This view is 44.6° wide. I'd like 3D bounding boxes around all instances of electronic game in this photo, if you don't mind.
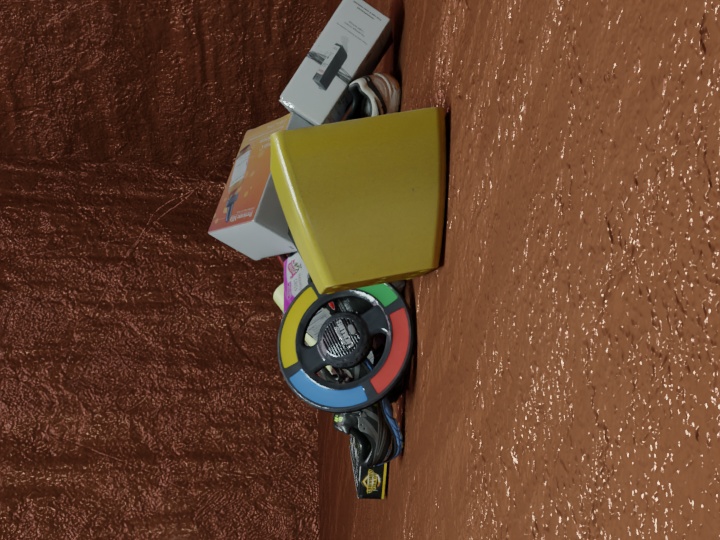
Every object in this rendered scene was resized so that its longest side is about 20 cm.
[{"bbox_3d":[-0.022,0.095,1.201,0.042,0.198,0.202,47,-141,-63],"label":"electronic game"}]

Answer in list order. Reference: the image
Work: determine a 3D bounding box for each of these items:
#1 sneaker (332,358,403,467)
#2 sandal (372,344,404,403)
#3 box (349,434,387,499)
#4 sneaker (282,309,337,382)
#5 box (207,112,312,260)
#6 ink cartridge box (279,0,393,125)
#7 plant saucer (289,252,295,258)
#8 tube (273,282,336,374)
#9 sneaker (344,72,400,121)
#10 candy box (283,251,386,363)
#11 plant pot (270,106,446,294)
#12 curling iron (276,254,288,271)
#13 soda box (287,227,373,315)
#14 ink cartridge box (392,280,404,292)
[{"bbox_3d":[-0.007,0.188,1.246,0.071,0.082,0.201,-8,107,65],"label":"sneaker"},{"bbox_3d":[0.037,0.150,1.288,0.201,0.047,0.076,103,167,-62],"label":"sandal"},{"bbox_3d":[0.014,0.267,1.487,0.200,0.049,0.161,-109,24,-75],"label":"box"},{"bbox_3d":[-0.066,0.126,1.522,0.201,0.070,0.098,59,150,11],"label":"sneaker"},{"bbox_3d":[-0.143,-0.135,1.446,0.152,0.106,0.202,-9,57,51],"label":"box"},{"bbox_3d":[-0.036,-0.326,1.417,0.201,0.083,0.144,-55,-3,3],"label":"ink cartridge box"},{"bbox_3d":[-0.098,-0.120,1.536,0.070,0.019,0.202,152,127,-69],"label":"plant saucer"},{"bbox_3d":[-0.076,0.100,1.464,0.200,0.058,0.052,48,161,30],"label":"tube"},{"bbox_3d":[0.006,-0.211,1.395,0.075,0.087,0.202,20,116,43],"label":"sneaker"},{"bbox_3d":[-0.038,0.069,1.407,0.200,0.061,0.137,45,-158,-29],"label":"candy box"},{"bbox_3d":[0.003,-0.072,1.058,0.200,0.198,0.178,137,123,-82],"label":"plant pot"},{"bbox_3d":[-0.117,-0.003,1.492,0.050,0.025,0.201,98,150,-51],"label":"curling iron"},{"bbox_3d":[-0.036,0.000,1.301,0.201,0.063,0.071,61,164,16],"label":"soda box"},{"bbox_3d":[0.000,0.000,1.380,0.163,0.057,0.200,60,159,17],"label":"ink cartridge box"}]
